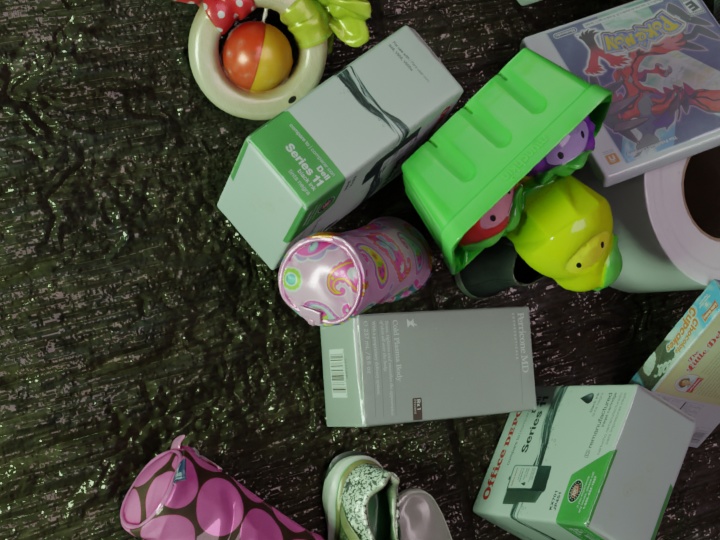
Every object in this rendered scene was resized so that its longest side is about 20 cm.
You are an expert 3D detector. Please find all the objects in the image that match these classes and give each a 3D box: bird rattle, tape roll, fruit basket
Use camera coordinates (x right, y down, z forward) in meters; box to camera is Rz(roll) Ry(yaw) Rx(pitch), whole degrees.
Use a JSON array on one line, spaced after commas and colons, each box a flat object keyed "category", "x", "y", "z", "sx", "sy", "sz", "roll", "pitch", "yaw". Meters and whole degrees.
[{"category": "bird rattle", "x": -0.093, "y": -0.219, "z": 1.330, "sx": 0.198, "sy": 0.113, "sz": 0.165, "roll": 9, "pitch": 99, "yaw": -26}, {"category": "tape roll", "x": 0.330, "y": -0.079, "z": 1.539, "sx": 0.201, "sy": 0.139, "sz": 0.205, "roll": 1, "pitch": 87, "yaw": -29}, {"category": "fruit basket", "x": 0.161, "y": -0.066, "z": 1.331, "sx": 0.213, "sy": 0.156, "sz": 0.218, "roll": -1, "pitch": 78, "yaw": 4}]

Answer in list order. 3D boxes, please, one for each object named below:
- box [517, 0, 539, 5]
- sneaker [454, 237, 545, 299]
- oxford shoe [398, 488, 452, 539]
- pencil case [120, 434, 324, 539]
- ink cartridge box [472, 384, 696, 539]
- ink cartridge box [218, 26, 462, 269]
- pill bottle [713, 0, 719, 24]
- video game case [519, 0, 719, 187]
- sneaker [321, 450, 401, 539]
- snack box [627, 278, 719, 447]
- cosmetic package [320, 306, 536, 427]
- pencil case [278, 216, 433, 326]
[{"category": "box", "x": 0.198, "y": -0.404, "z": 1.446, "sx": 0.199, "sy": 0.199, "sz": 0.172, "roll": 47, "pitch": 69, "yaw": -20}, {"category": "sneaker", "x": 0.178, "y": -0.059, "z": 1.467, "sx": 0.075, "sy": 0.106, "sz": 0.201, "roll": 34, "pitch": 71, "yaw": -24}, {"category": "oxford shoe", "x": 0.073, "y": 0.309, "z": 1.415, "sx": 0.075, "sy": 0.058, "sz": 0.202, "roll": -11, "pitch": 91, "yaw": -27}, {"category": "pencil case", "x": -0.110, "y": 0.235, "z": 1.299, "sx": 0.200, "sy": 0.090, "sz": 0.094, "roll": 40, "pitch": 56, "yaw": -24}, {"category": "ink cartridge box", "x": 0.212, "y": 0.191, "z": 1.420, "sx": 0.083, "sy": 0.200, "sz": 0.148, "roll": 30, "pitch": 72, "yaw": -21}, {"category": "ink cartridge box", "x": -0.018, "y": -0.110, "z": 1.318, "sx": 0.200, "sy": 0.147, "sz": 0.083, "roll": -39, "pitch": 82, "yaw": -25}, {"category": "pill bottle", "x": 0.451, "y": -0.296, "z": 1.636, "sx": 0.112, "sy": 0.113, "sz": 0.202, "roll": 9, "pitch": 82, "yaw": -29}, {"category": "video game case", "x": 0.285, "y": -0.188, "z": 1.455, "sx": 0.198, "sy": 0.023, "sz": 0.183, "roll": -20, "pitch": 63, "yaw": -14}, {"category": "sneaker", "x": 0.010, "y": 0.271, "z": 1.361, "sx": 0.076, "sy": 0.088, "sz": 0.202, "roll": -4, "pitch": 90, "yaw": -30}, {"category": "snack box", "x": 0.359, "y": 0.101, "z": 1.527, "sx": 0.115, "sy": 0.201, "sz": 0.037, "roll": 13, "pitch": 37, "yaw": -28}, {"category": "cosmetic package", "x": 0.066, "y": 0.091, "z": 1.407, "sx": 0.198, "sy": 0.090, "sz": 0.108, "roll": -4, "pitch": 87, "yaw": -27}, {"category": "pencil case", "x": 0.000, "y": 0.000, "z": 1.324, "sx": 0.200, "sy": 0.087, "sz": 0.088, "roll": -16, "pitch": 96, "yaw": -69}]
